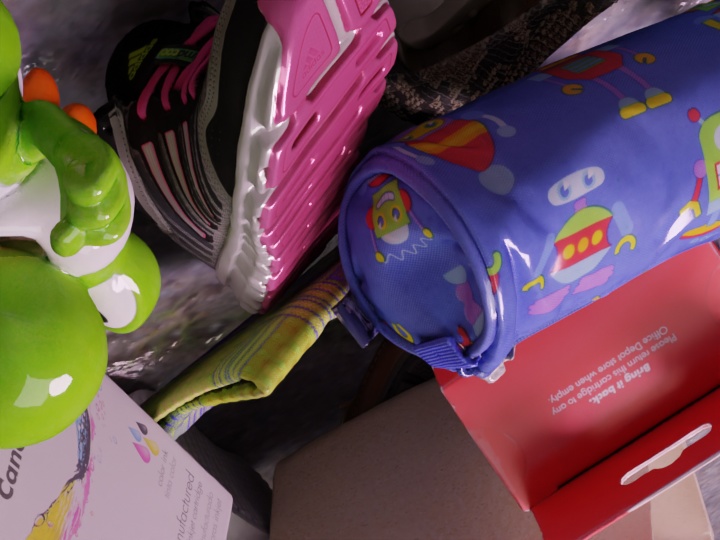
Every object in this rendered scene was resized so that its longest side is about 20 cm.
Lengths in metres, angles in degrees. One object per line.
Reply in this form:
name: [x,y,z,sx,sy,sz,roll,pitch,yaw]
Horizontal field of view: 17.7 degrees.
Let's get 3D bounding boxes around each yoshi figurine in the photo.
yoshi figurine: [-0.119,-0.016,0.657,0.112,0.112,0.200,-43,142,-4]

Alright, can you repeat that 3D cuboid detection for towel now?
towel: [0.000,0.000,0.861,0.200,0.023,0.144,-40,-176,-32]

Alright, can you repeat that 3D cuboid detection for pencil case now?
pencil case: [0.084,-0.031,0.785,0.199,0.087,0.078,-26,-164,-32]

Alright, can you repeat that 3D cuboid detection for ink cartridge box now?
ink cartridge box: [-0.130,0.075,0.759,0.067,0.117,0.200,-18,134,28]
ink cartridge box: [0.086,0.016,0.902,0.116,0.200,0.067,-33,112,6]

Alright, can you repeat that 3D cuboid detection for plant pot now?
plant pot: [0.060,0.162,1.010,0.176,0.201,0.200,-10,139,13]

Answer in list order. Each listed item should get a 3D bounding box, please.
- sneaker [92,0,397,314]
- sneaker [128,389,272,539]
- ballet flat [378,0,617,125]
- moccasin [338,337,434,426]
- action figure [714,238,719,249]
sneaker: [-0.045,-0.053,0.734,0.074,0.087,0.200,-53,172,-18]
sneaker: [-0.095,0.122,1.035,0.104,0.075,0.200,-37,160,1]
ballet flat: [0.067,-0.118,0.780,0.075,0.068,0.200,14,135,-45]
moccasin: [0.022,0.089,1.115,0.073,0.078,0.202,-9,140,-8]
action figure: [0.179,-0.066,0.976,0.131,0.069,0.200,-60,159,-8]
